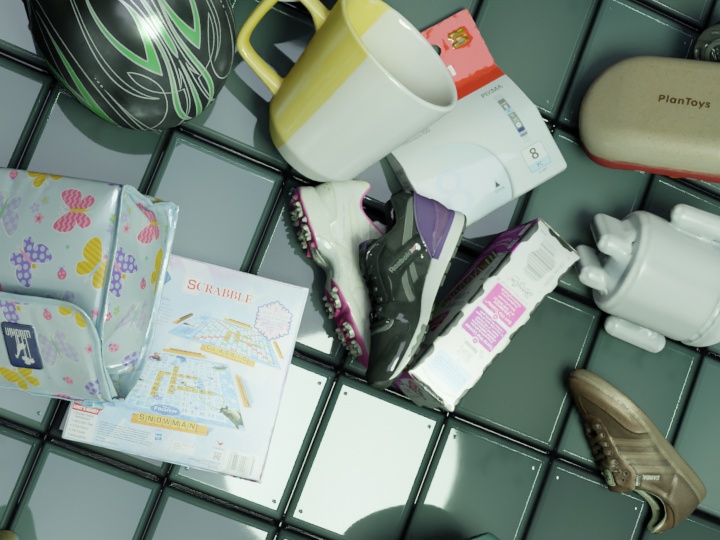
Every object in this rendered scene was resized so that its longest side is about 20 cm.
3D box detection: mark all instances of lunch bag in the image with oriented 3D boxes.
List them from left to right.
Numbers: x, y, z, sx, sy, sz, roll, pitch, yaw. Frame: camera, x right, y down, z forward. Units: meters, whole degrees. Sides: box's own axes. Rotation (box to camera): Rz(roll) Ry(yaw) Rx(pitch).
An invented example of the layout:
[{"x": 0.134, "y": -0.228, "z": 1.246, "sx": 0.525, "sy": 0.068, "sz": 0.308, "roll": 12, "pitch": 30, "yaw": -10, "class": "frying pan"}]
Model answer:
[{"x": -0.276, "y": 0.016, "z": 1.098, "sx": 0.169, "sy": 0.127, "sz": 0.201, "roll": 10, "pitch": 87, "yaw": 21, "class": "lunch bag"}]

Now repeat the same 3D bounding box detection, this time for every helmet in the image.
[{"x": -0.211, "y": -0.230, "z": 1.130, "sx": 0.200, "sy": 0.200, "sz": 0.191, "roll": -36, "pitch": 77, "yaw": -11, "class": "helmet"}]

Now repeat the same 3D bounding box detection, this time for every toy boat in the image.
[{"x": 0.331, "y": -0.144, "z": 1.266, "sx": 0.200, "sy": 0.131, "sz": 0.131, "roll": 11, "pitch": 66, "yaw": 19, "class": "toy boat"}]

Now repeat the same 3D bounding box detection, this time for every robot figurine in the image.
[{"x": 0.324, "y": 0.009, "z": 1.257, "sx": 0.200, "sy": 0.113, "sz": 0.170, "roll": 22, "pitch": 120, "yaw": -10, "class": "robot figurine"}]

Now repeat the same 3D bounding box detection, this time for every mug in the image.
[{"x": -0.020, "y": -0.181, "z": 1.178, "sx": 0.153, "sy": 0.149, "sz": 0.187, "roll": -42, "pitch": 73, "yaw": 29, "class": "mug"}]

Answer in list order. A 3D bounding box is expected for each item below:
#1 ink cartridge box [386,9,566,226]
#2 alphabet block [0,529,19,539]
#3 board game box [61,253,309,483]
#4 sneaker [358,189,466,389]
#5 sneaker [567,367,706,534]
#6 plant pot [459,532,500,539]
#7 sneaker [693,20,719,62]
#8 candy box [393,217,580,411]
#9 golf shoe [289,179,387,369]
[{"x": 0.100, "y": -0.154, "z": 1.252, "sx": 0.160, "sy": 0.047, "sz": 0.200, "roll": -30, "pitch": 95, "yaw": -11, "class": "ink cartridge box"}, {"x": -0.385, "y": 0.351, "z": 1.044, "sx": 0.196, "sy": 0.200, "sz": 0.196, "roll": -12, "pitch": 89, "yaw": -12, "class": "alphabet block"}, {"x": -0.171, "y": 0.089, "z": 1.185, "sx": 0.200, "sy": 0.041, "sz": 0.200, "roll": 15, "pitch": 84, "yaw": -10, "class": "board game box"}, {"x": 0.027, "y": 0.016, "z": 1.167, "sx": 0.087, "sy": 0.076, "sz": 0.200, "roll": 26, "pitch": 67, "yaw": -11, "class": "sneaker"}, {"x": 0.278, "y": 0.191, "z": 1.259, "sx": 0.076, "sy": 0.070, "sz": 0.200, "roll": -45, "pitch": 96, "yaw": -10, "class": "sneaker"}, {"x": 0.093, "y": 0.347, "z": 1.155, "sx": 0.200, "sy": 0.201, "sz": 0.161, "roll": -16, "pitch": 77, "yaw": -12, "class": "plant pot"}, {"x": 0.424, "y": -0.183, "z": 1.309, "sx": 0.091, "sy": 0.076, "sz": 0.200, "roll": -47, "pitch": 124, "yaw": -53, "class": "sneaker"}, {"x": 0.116, "y": 0.045, "z": 1.200, "sx": 0.061, "sy": 0.136, "sz": 0.200, "roll": 41, "pitch": 79, "yaw": -5, "class": "candy box"}, {"x": 0.000, "y": 0.000, "z": 1.212, "sx": 0.091, "sy": 0.075, "sz": 0.200, "roll": -21, "pitch": 92, "yaw": -16, "class": "golf shoe"}]
